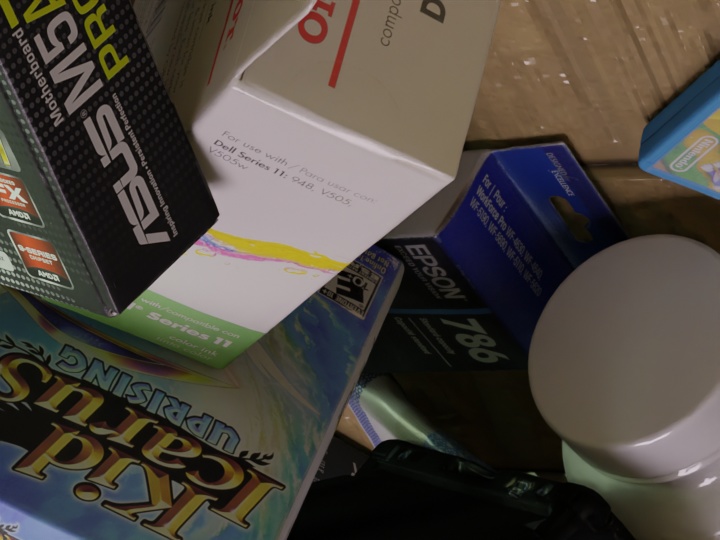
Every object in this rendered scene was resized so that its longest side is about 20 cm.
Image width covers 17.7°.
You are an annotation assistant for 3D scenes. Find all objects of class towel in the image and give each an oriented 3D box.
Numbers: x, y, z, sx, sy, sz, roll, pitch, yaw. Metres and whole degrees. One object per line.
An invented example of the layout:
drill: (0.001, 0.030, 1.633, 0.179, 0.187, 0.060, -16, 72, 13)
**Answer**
towel: (0.078, 0.119, 0.949, 0.200, 0.024, 0.147, 37, 167, 33)

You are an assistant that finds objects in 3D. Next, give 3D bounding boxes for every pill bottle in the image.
pill bottle: (0.141, 0.072, 0.842, 0.111, 0.112, 0.200, -6, 148, 32)

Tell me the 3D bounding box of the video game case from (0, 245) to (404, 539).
video game case: (-0.102, 0.018, 0.731, 0.199, 0.182, 0.046, 25, 130, 0)

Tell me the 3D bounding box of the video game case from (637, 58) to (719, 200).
video game case: (0.206, -0.032, 0.718, 0.199, 0.018, 0.143, 20, 151, -15)

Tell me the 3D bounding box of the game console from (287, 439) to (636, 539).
game console: (0.025, 0.129, 0.827, 0.176, 0.116, 0.200, 49, 167, -14)

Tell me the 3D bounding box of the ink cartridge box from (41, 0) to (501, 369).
ink cartridge box: (-0.015, -0.062, 0.647, 0.067, 0.118, 0.200, 24, 152, -17)

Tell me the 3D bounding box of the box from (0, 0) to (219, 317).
box: (-0.143, -0.080, 0.608, 0.199, 0.044, 0.161, 15, 139, 40)

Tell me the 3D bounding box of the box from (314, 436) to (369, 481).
box: (-0.067, 0.109, 1.077, 0.199, 0.044, 0.160, 33, 147, -34)

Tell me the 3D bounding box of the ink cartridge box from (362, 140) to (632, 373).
ink cartridge box: (0.000, 0.000, 0.848, 0.199, 0.039, 0.099, -5, 147, 30)
